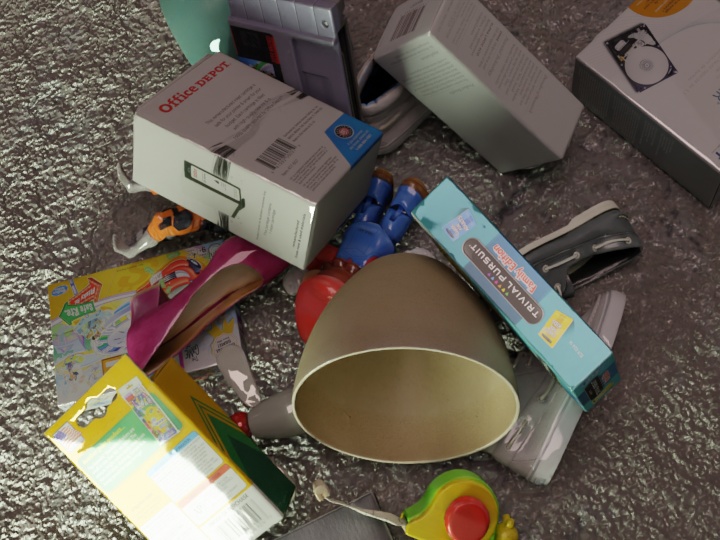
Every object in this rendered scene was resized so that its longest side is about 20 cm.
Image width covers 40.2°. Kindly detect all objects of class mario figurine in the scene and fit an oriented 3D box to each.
[{"bbox_3d":[0.000,0.000,1.012,0.106,0.123,0.202,42,64,-23],"label":"mario figurine"}]

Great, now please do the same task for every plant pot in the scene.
[{"bbox_3d":[-0.124,-0.293,1.077,0.159,0.200,0.204,-28,66,10],"label":"plant pot"},{"bbox_3d":[0.041,0.066,0.882,0.195,0.202,0.137,-2,53,7],"label":"plant pot"}]

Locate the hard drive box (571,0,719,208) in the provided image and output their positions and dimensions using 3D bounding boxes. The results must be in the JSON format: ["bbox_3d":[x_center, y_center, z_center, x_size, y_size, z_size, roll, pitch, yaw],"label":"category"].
[{"bbox_3d":[0.346,-0.194,1.029,0.156,0.077,0.200,-43,69,-10],"label":"hard drive box"}]

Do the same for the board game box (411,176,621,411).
[{"bbox_3d":[0.138,0.025,0.854,0.047,0.151,0.201,-42,68,4],"label":"board game box"}]

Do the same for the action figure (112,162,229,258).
[{"bbox_3d":[-0.165,-0.086,1.064,0.189,0.106,0.202,-6,36,-4],"label":"action figure"}]

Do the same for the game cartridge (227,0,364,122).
[{"bbox_3d":[-0.062,-0.192,0.987,0.127,0.202,0.039,14,52,23],"label":"game cartridge"}]

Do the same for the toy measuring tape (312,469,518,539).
[{"bbox_3d":[0.057,0.205,0.890,0.196,0.074,0.075,22,70,-9],"label":"toy measuring tape"}]

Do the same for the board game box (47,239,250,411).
[{"bbox_3d":[-0.222,0.058,1.028,0.196,0.034,0.137,-15,67,2],"label":"board game box"}]

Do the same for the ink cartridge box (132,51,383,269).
[{"bbox_3d":[-0.099,-0.111,0.947,0.197,0.085,0.146,27,43,13],"label":"ink cartridge box"}]

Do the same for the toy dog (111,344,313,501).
[{"bbox_3d":[-0.137,0.137,0.954,0.195,0.134,0.097,9,30,7],"label":"toy dog"}]

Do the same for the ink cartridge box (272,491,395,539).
[{"bbox_3d":[-0.036,0.334,0.884,0.197,0.047,0.200,-25,68,-5],"label":"ink cartridge box"}]

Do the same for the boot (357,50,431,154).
[{"bbox_3d":[0.064,-0.220,1.060,0.073,0.096,0.201,34,76,19],"label":"boot"}]

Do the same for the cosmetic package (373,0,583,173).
[{"bbox_3d":[0.120,-0.190,0.989,0.199,0.101,0.075,36,69,-26],"label":"cosmetic package"}]

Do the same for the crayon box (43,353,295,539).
[{"bbox_3d":[-0.171,0.172,0.890,0.125,0.052,0.200,-40,99,21],"label":"crayon box"}]

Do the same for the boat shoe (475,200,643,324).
[{"bbox_3d":[0.192,0.006,0.972,0.198,0.073,0.062,-33,63,-12],"label":"boat shoe"}]

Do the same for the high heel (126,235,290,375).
[{"bbox_3d":[-0.141,0.032,0.961,0.196,0.068,0.097,-20,48,4],"label":"high heel"}]

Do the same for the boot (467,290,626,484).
[{"bbox_3d":[0.175,0.093,0.935,0.094,0.074,0.202,26,74,10],"label":"boot"}]
